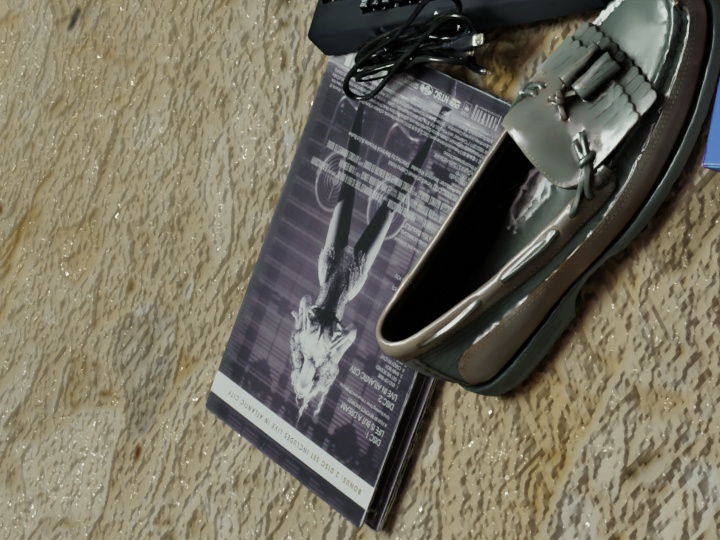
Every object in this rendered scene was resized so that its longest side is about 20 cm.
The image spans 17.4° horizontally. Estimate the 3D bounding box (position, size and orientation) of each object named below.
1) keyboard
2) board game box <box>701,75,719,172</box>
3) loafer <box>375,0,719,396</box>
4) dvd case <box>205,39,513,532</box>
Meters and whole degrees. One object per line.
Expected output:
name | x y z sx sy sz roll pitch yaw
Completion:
keyboard | 0.039 -0.135 1.044 0.200 0.040 0.104 -5 68 51
board game box | 0.213 -0.091 0.805 0.200 0.045 0.135 9 87 54
loafer | 0.075 -0.034 0.957 0.200 0.063 0.072 -61 39 22
dvd case | 0.000 0.000 1.089 0.149 0.016 0.200 32 104 52
